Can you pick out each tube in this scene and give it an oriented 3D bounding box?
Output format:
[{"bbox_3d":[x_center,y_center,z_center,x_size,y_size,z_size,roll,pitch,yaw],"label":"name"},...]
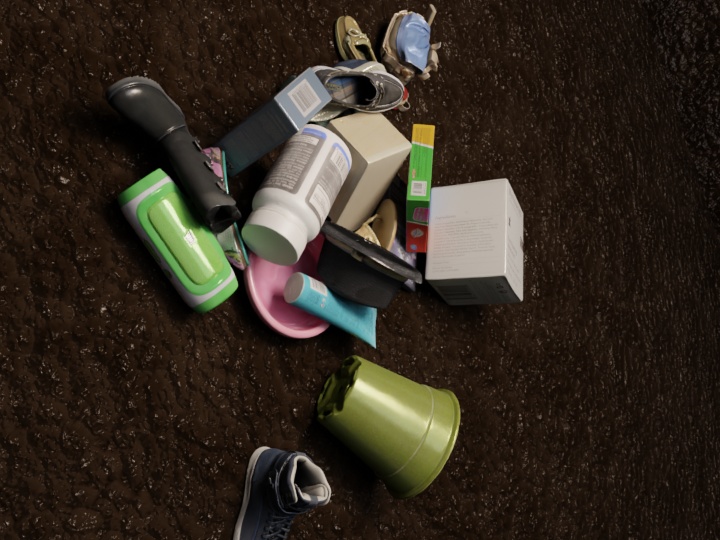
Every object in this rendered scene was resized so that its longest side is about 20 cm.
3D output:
[{"bbox_3d":[-0.038,0.062,1.077,0.198,0.050,0.079,29,56,-39],"label":"tube"}]

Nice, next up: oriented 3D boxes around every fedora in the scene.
[{"bbox_3d":[0.000,0.000,1.070,0.198,0.200,0.093,23,100,-37],"label":"fedora"}]

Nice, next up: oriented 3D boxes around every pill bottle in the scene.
[{"bbox_3d":[-0.098,-0.116,1.003,0.114,0.113,0.202,42,56,-27],"label":"pill bottle"}]

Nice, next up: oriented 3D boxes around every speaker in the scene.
[{"bbox_3d":[-0.260,-0.040,0.935,0.088,0.088,0.202,-45,110,-40],"label":"speaker"}]

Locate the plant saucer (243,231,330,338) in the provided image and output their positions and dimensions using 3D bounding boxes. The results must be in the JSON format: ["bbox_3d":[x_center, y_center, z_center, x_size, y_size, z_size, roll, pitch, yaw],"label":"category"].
[{"bbox_3d":[-0.115,0.013,1.081,0.198,0.050,0.205,12,72,-40],"label":"plant saucer"}]

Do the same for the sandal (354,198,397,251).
[{"bbox_3d":[0.008,-0.037,1.177,0.069,0.077,0.216,16,84,-32],"label":"sandal"}]

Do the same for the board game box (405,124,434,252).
[{"bbox_3d":[0.110,-0.147,1.209,0.201,0.039,0.156,81,14,-66],"label":"board game box"}]

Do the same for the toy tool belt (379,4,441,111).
[{"bbox_3d":[0.107,-0.449,1.361,0.123,0.122,0.204,20,66,-37],"label":"toy tool belt"}]

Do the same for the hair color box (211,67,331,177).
[{"bbox_3d":[-0.143,-0.226,1.012,0.061,0.198,0.099,51,50,-17],"label":"hair color box"}]

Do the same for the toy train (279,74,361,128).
[{"bbox_3d":[-0.060,-0.297,1.197,0.198,0.085,0.116,-13,78,-44],"label":"toy train"}]

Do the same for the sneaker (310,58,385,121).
[{"bbox_3d":[-0.053,-0.313,1.119,0.197,0.084,0.076,-23,126,-27],"label":"sneaker"}]

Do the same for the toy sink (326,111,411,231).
[{"bbox_3d":[-0.022,-0.170,1.158,0.112,0.201,0.129,46,44,15],"label":"toy sink"}]

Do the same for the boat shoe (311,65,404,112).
[{"bbox_3d":[0.004,-0.297,1.068,0.197,0.066,0.071,1,112,-38],"label":"boat shoe"}]

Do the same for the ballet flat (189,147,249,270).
[{"bbox_3d":[-0.224,-0.091,0.999,0.070,0.069,0.204,-12,79,-13],"label":"ballet flat"}]

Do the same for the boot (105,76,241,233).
[{"bbox_3d":[-0.255,-0.156,0.906,0.203,0.065,0.165,61,13,11],"label":"boot"}]

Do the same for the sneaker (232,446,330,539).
[{"bbox_3d":[-0.113,0.360,0.929,0.076,0.145,0.207,16,70,-40],"label":"sneaker"}]

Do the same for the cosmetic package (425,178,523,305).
[{"bbox_3d":[0.235,-0.052,1.319,0.165,0.162,0.204,39,52,-58],"label":"cosmetic package"}]

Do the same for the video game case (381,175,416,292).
[{"bbox_3d":[0.078,-0.076,1.276,0.142,0.019,0.204,35,55,-56],"label":"video game case"}]

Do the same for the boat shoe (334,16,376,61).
[{"bbox_3d":[0.007,-0.421,1.286,0.072,0.063,0.205,-1,69,-45],"label":"boat shoe"}]

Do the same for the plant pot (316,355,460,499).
[{"bbox_3d":[0.033,0.242,1.085,0.189,0.199,0.202,35,56,-17],"label":"plant pot"}]
